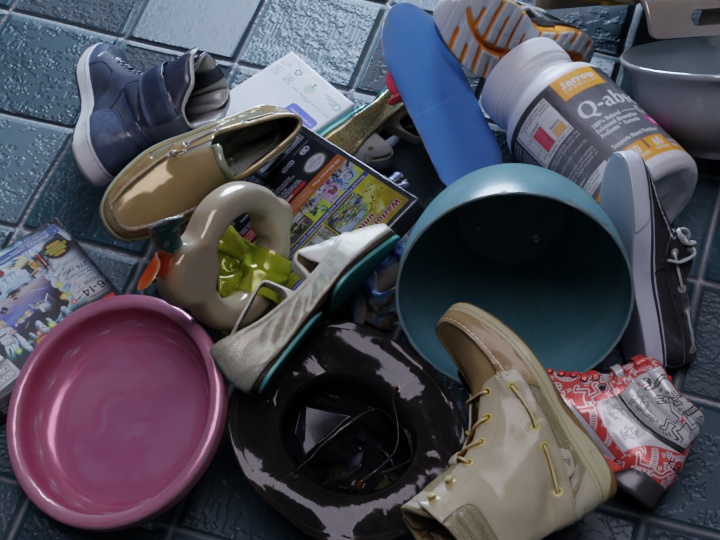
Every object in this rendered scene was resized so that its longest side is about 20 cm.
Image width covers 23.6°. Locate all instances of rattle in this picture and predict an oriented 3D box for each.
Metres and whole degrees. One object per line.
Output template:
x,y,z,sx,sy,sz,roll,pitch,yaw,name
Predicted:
-0.156,-0.022,1.426,0.143,0.131,0.200,34,27,29,rattle

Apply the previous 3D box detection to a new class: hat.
-0.012,0.145,1.431,0.199,0.081,0.202,1,63,-2,hat

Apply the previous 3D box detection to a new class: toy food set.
0.280,-0.252,1.663,0.143,0.061,0.200,-8,18,-26,toy food set

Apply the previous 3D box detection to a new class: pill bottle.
0.207,-0.120,1.595,0.116,0.117,0.200,-30,59,-19,pill bottle

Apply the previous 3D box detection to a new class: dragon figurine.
0.000,0.000,1.546,0.099,0.059,0.200,29,62,21,dragon figurine

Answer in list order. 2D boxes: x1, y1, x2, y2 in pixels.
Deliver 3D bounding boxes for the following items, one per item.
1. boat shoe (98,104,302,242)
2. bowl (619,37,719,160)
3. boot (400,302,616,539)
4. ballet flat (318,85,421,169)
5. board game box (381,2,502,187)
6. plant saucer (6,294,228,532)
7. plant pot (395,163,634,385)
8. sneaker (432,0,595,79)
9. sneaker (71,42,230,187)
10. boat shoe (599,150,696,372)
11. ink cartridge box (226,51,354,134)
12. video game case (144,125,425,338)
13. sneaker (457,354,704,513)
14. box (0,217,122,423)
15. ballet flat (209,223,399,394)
-0.137,-0.092,1.505,0.200,0.076,0.072,-37,105,-23,boat shoe
0.343,-0.158,1.612,0.200,0.091,0.201,-2,17,0,bowl
0.087,0.138,1.360,0.155,0.073,0.200,-33,81,-22,boot
0.022,-0.136,1.644,0.071,0.071,0.200,37,63,24,ballet flat
0.061,-0.147,1.588,0.039,0.201,0.158,-24,5,28,board game box
-0.197,0.122,1.435,0.199,0.051,0.202,-8,67,19,plant saucer
0.132,-0.014,1.489,0.199,0.201,0.135,2,33,3,plant pot
0.137,-0.229,1.667,0.199,0.079,0.077,12,25,-44,sneaker
-0.193,-0.173,1.614,0.146,0.077,0.203,-28,37,14,sneaker
0.256,-0.008,1.485,0.068,0.074,0.201,-13,98,-15,boat shoe
-0.110,-0.125,1.652,0.200,0.039,0.099,-34,60,-23,ink cartridge box
-0.069,-0.025,1.532,0.200,0.026,0.180,-47,51,-11,video game case
0.189,0.106,1.448,0.201,0.067,0.108,33,77,16,sneaker
-0.314,0.054,1.524,0.200,0.040,0.137,-34,61,-21,box
-0.047,0.016,1.417,0.062,0.068,0.200,39,62,8,ballet flat
